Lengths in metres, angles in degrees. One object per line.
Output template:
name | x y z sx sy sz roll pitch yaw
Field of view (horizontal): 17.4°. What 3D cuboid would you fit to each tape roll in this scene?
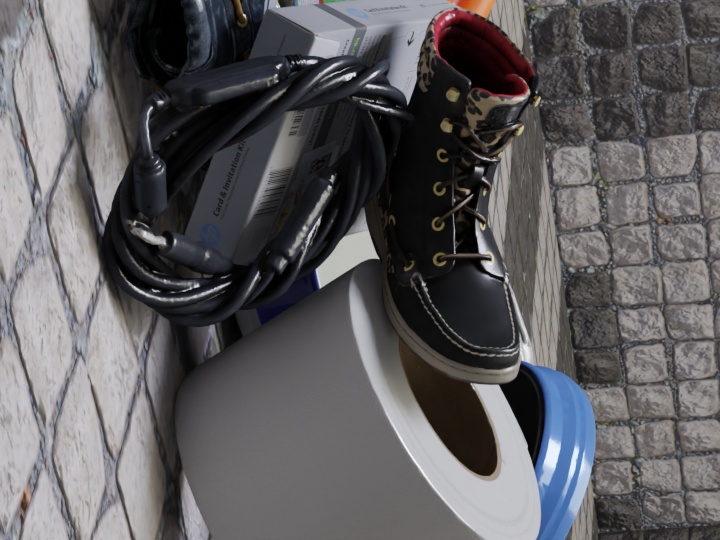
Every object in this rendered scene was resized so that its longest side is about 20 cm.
tape roll | 0.000 0.113 1.448 0.203 0.139 0.203 46 24 -27

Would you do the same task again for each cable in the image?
cable | -0.050 -0.047 1.334 0.051 0.199 0.164 38 -45 40

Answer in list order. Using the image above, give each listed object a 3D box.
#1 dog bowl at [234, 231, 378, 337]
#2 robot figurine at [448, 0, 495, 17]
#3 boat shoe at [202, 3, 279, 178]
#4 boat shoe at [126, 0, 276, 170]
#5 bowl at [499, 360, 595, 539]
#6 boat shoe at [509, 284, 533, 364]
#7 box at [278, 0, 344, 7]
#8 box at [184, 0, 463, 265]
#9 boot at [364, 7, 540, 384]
dog bowl | 0.000 0.000 1.644 0.199 0.078 0.202 17 68 -48
robot figurine | 0.027 -0.233 1.731 0.143 0.201 0.117 26 15 -41
boat shoe | -0.067 -0.109 1.522 0.069 0.071 0.202 163 -77 -82
boat shoe | -0.099 -0.120 1.405 0.091 0.071 0.201 -43 152 -38
bowl | 0.077 0.150 1.577 0.039 0.200 0.201 31 39 -22
boat shoe | 0.072 -0.002 1.758 0.065 0.072 0.201 6 46 -46
box | -0.046 -0.167 1.632 0.200 0.048 0.118 157 -72 -77
box | -0.016 -0.089 1.450 0.200 0.041 0.157 -16 133 -57
boot | 0.062 -0.045 1.389 0.201 0.073 0.151 -107 -152 -49
